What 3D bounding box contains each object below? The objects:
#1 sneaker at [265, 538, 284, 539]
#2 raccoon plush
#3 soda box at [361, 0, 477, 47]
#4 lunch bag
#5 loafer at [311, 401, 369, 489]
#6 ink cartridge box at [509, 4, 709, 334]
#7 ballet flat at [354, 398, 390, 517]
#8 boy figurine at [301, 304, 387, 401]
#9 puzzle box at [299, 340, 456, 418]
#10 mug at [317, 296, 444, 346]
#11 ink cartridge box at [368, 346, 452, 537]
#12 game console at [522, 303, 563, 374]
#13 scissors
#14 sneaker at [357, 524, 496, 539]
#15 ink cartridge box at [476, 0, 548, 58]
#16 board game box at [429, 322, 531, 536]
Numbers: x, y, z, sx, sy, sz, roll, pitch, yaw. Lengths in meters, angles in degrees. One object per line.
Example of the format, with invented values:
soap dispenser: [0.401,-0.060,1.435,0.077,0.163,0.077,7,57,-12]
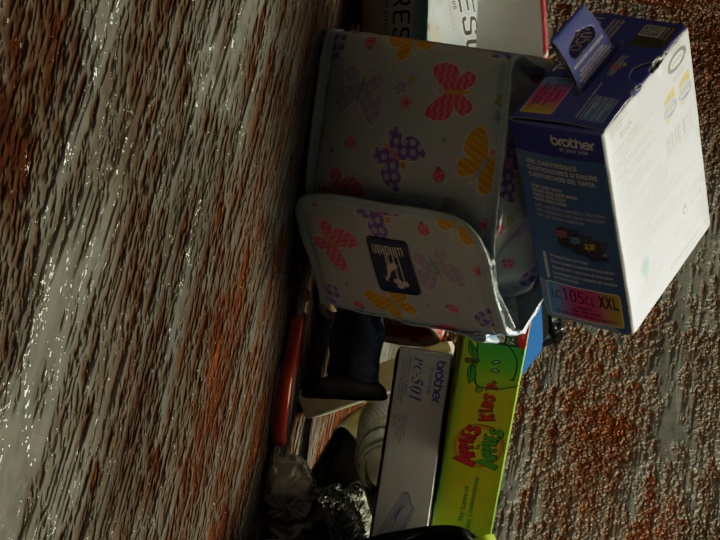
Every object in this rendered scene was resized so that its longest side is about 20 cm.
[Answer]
sneaker: [-0.064,0.227,1.367,0.200,0.079,0.096,-72,168,-60]
raccoon plush: [-0.026,0.181,1.669,0.134,0.096,0.201,-86,-179,-48]
soda box: [0.045,-0.184,1.590,0.063,0.068,0.201,-1,93,-49]
lunch bag: [0.051,-0.059,1.473,0.127,0.169,0.201,-2,103,-54]
loafer: [-0.023,0.206,1.850,0.067,0.076,0.201,1,110,-48]
ink cartridge box: [0.171,-0.080,1.425,0.137,0.076,0.201,-49,140,-40]
ballet flat: [0.034,0.181,1.671,0.062,0.067,0.201,32,33,-55]
boy figurine: [0.000,0.000,1.607,0.124,0.064,0.201,173,-78,-72]
puzzle box: [0.022,0.092,1.780,0.200,0.133,0.026,33,38,-85]
mug: [0.043,-0.041,1.776,0.178,0.133,0.201,78,25,-71]
ink cartridge box: [0.033,0.167,1.588,0.094,0.044,0.201,97,2,-71]
game console: [0.115,0.011,1.859,0.200,0.118,0.171,81,-13,-60]
scissors: [-0.044,0.032,1.564,0.073,0.014,0.201,-63,163,-70]
sneaker: [-0.002,0.216,1.475,0.083,0.199,0.072,99,-29,-71]
ink cartridge box: [0.108,-0.231,1.732,0.200,0.085,0.148,55,30,-87]
board game box: [0.090,0.095,1.584,0.102,0.047,0.201,-80,179,-63]
